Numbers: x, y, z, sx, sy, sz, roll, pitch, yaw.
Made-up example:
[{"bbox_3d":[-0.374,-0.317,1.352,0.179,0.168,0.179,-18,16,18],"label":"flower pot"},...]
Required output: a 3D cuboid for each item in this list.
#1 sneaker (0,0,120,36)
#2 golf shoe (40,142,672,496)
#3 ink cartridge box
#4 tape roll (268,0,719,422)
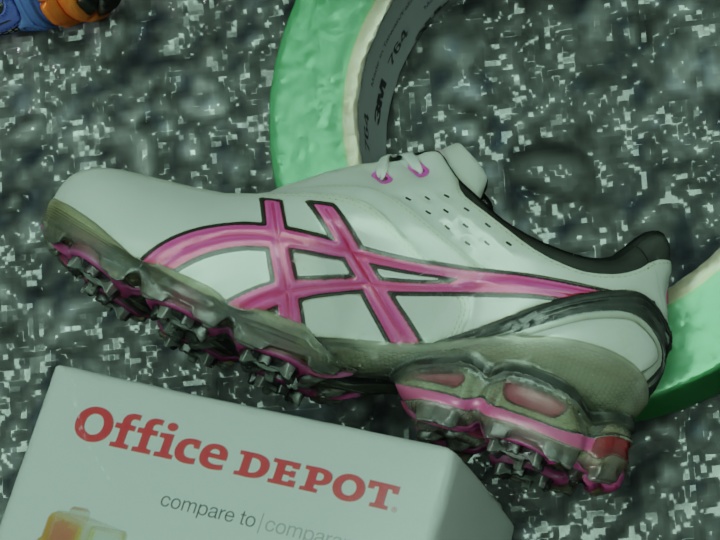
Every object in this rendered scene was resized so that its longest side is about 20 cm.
[{"bbox_3d":[-0.151,-0.172,0.966,0.078,0.075,0.200,-20,75,12],"label":"sneaker"},{"bbox_3d":[0.000,0.000,0.855,0.200,0.073,0.092,19,78,5],"label":"golf shoe"},{"bbox_3d":[-0.053,0.144,0.856,0.145,0.083,0.200,11,72,20],"label":"ink cartridge box"},{"bbox_3d":[0.071,-0.050,0.905,0.200,0.048,0.201,-2,80,12],"label":"tape roll"}]
